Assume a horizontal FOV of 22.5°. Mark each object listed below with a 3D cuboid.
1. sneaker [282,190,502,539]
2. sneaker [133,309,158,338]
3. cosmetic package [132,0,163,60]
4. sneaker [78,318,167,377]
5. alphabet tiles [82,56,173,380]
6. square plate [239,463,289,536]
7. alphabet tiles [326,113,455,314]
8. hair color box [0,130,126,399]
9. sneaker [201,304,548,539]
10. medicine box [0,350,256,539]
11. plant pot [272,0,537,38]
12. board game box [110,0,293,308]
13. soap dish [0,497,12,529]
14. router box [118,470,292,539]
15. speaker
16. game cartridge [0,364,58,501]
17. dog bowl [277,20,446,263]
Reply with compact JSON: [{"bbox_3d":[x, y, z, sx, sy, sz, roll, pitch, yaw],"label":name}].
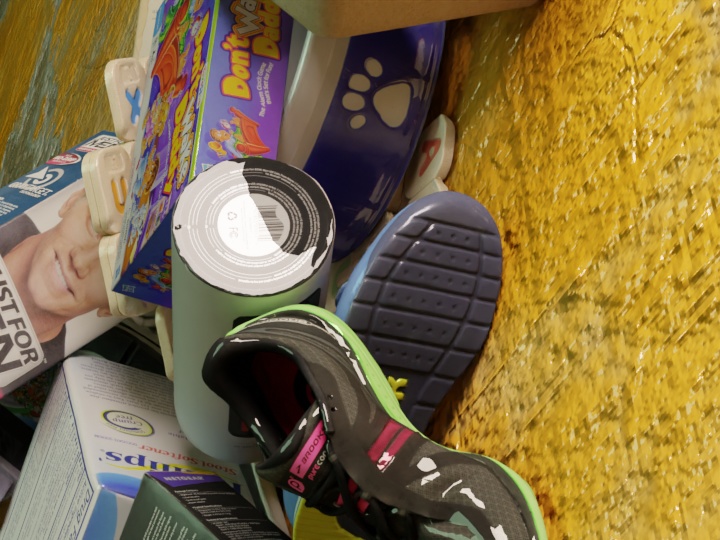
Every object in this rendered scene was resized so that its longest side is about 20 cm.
[{"bbox_3d":[0.006,0.048,0.901,0.082,0.074,0.200,-121,51,-66],"label":"sneaker"},{"bbox_3d":[-0.165,0.050,1.358,0.146,0.080,0.200,34,102,58],"label":"sneaker"},{"bbox_3d":[-0.124,-0.099,1.299,0.104,0.073,0.200,80,-168,-56],"label":"cosmetic package"},{"bbox_3d":[-0.168,0.030,1.251,0.076,0.200,0.115,-54,3,36],"label":"sneaker"},{"bbox_3d":[-0.113,-0.037,1.132,0.200,0.015,0.196,-27,-74,-67],"label":"alphabet tiles"},{"bbox_3d":[-0.085,0.204,1.086,0.198,0.028,0.200,-65,22,21],"label":"square plate"},{"bbox_3d":[0.000,0.000,1.035,0.196,0.015,0.200,141,141,-57],"label":"alphabet tiles"},{"bbox_3d":[-0.205,0.002,1.131,0.060,0.200,0.100,12,129,49],"label":"hair color box"},{"bbox_3d":[0.001,0.092,0.790,0.200,0.084,0.077,39,118,32],"label":"sneaker"},{"bbox_3d":[-0.152,0.176,1.093,0.182,0.103,0.200,-68,21,14],"label":"medicine box"},{"bbox_3d":[0.013,-0.227,0.883,0.200,0.200,0.177,43,137,43],"label":"plant pot"},{"bbox_3d":[-0.085,-0.097,1.016,0.134,0.045,0.200,134,147,-53],"label":"board game box"},{"bbox_3d":[-0.245,0.242,1.313,0.081,0.157,0.200,-41,35,29],"label":"soap dish"},{"bbox_3d":[-0.082,0.228,0.933,0.157,0.052,0.200,35,109,40],"label":"router box"},{"bbox_3d":[-0.059,0.026,0.946,0.200,0.081,0.081,100,174,-60],"label":"speaker"},{"bbox_3d":[-0.256,0.070,1.225,0.038,0.130,0.200,-48,9,36],"label":"game cartridge"},{"bbox_3d":[-0.028,-0.108,1.057,0.200,0.079,0.200,-163,90,-71],"label":"dog bowl"}]
